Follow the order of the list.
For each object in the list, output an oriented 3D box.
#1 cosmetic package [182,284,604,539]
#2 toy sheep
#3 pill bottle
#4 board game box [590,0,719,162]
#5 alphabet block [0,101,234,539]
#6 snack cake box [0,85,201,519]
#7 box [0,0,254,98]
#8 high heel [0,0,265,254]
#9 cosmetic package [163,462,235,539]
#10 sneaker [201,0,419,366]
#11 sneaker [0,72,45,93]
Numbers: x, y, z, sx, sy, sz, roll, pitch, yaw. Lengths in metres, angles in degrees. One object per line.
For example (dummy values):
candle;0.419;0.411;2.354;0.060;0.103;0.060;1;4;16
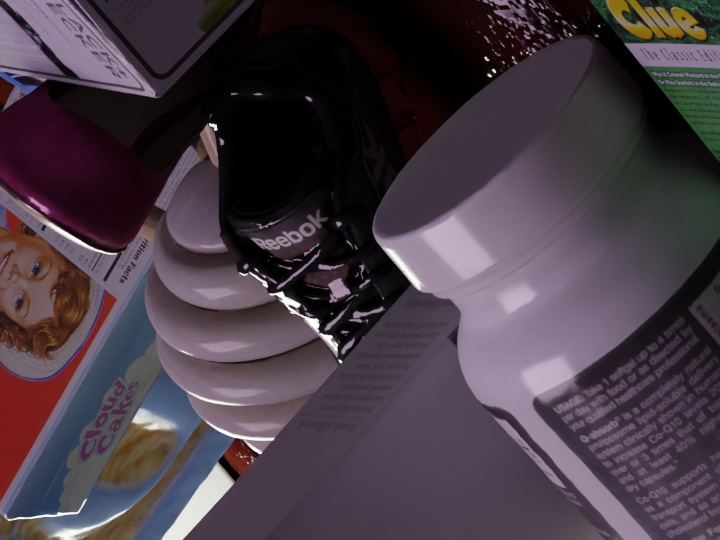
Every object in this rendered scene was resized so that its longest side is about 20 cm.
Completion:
cosmetic package;0.043;0.060;1.033;0.102;0.200;0.074;47;159;-17
toy sheep;-0.034;0.007;1.280;0.138;0.138;0.201;28;153;50
pill bottle;0.103;0.029;0.959;0.200;0.116;0.116;48;166;-15
board game box;0.141;-0.047;0.813;0.105;0.023;0.200;47;166;-22
alphabet block;-0.186;0.036;1.586;0.200;0.197;0.195;37;-179;27
snack cake box;-0.140;0.003;1.413;0.115;0.201;0.067;37;-165;24
box;-0.086;-0.125;1.048;0.060;0.117;0.200;49;165;-21
high heel;-0.076;-0.067;1.084;0.067;0.096;0.200;38;-166;3
cosmetic package;-0.186;0.159;2.208;0.199;0.123;0.200;24;155;55
sneaker;0.000;0.000;1.095;0.098;0.071;0.202;-22;-92;-60
sneaker;-0.172;-0.150;1.330;0.200;0.070;0.078;44;172;-1
